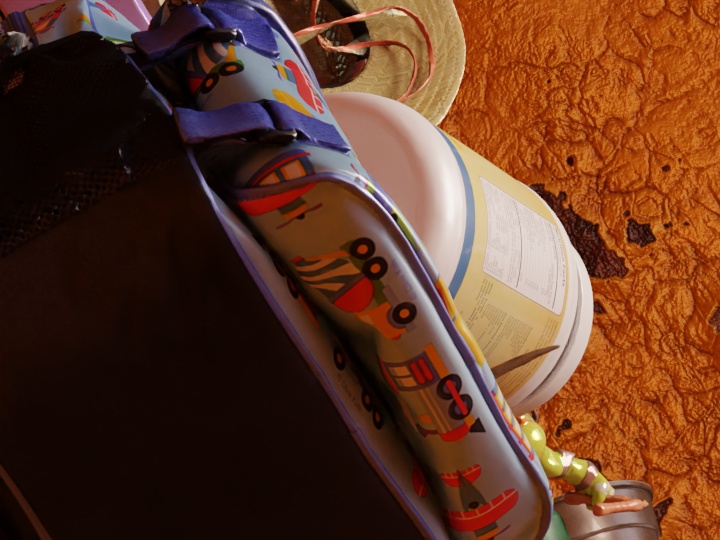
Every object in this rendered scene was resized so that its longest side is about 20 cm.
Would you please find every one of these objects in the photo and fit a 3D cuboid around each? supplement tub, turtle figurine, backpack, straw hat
[{"bbox_3d":[0.028,0.002,1.136,0.200,0.145,0.145,28,29,-56],"label":"supplement tub"},{"bbox_3d":[0.067,0.098,1.299,0.199,0.065,0.161,18,-8,-22],"label":"turtle figurine"},{"bbox_3d":[-0.056,0.005,0.582,0.183,0.134,0.200,59,0,-32],"label":"backpack"},{"bbox_3d":[-0.046,-0.136,1.254,0.201,0.201,0.085,60,-35,9],"label":"straw hat"}]

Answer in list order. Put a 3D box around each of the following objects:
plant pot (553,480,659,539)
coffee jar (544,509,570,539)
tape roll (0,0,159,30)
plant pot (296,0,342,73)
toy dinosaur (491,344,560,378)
[{"bbox_3d":[0.263,0.365,2.356,0.200,0.200,0.199,55,14,-63],"label":"plant pot"},{"bbox_3d":[0.114,0.252,1.300,0.104,0.085,0.201,78,-5,-71],"label":"coffee jar"},{"bbox_3d":[-0.150,-0.145,1.190,0.200,0.066,0.200,61,2,-3],"label":"tape roll"},{"bbox_3d":[-0.042,-0.089,1.576,0.201,0.161,0.201,60,2,-4],"label":"plant pot"},{"bbox_3d":[0.019,0.106,1.123,0.060,0.106,0.200,38,-39,6],"label":"toy dinosaur"}]
